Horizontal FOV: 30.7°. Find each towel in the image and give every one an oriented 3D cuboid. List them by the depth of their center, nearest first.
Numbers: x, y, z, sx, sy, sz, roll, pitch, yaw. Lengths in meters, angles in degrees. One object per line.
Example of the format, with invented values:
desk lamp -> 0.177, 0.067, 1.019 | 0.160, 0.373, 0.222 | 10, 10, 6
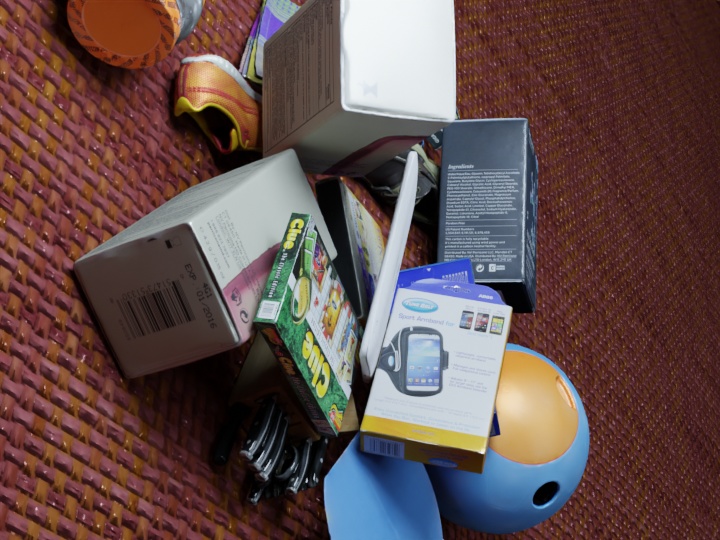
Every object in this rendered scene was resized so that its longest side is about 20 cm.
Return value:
towel -> -0.052, -0.222, 1.391 | 0.143, 0.023, 0.201 | 27, 36, -14

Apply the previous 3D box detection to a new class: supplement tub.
supplement tub -> -0.188, -0.280, 1.167 | 0.123, 0.122, 0.201 | 49, 36, -35

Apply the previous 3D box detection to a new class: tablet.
tablet -> 0.029, 0.000, 1.244 | 0.130, 0.013, 0.202 | 85, 19, -75

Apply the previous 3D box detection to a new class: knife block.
knife block -> -0.078, 0.108, 1.194 | 0.175, 0.063, 0.202 | 11, 65, -59

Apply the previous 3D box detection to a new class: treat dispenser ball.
treat dispenser ball -> 0.144, 0.178, 1.402 | 0.201, 0.199, 0.203 | 37, 43, -46

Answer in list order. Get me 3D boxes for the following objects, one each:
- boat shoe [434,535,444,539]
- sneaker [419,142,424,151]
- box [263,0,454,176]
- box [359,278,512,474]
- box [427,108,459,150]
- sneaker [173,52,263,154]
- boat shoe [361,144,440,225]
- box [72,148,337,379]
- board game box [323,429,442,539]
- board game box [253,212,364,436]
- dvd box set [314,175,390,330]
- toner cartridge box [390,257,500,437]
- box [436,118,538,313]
boat shoe -> 0.086, 0.346, 1.337 | 0.201, 0.070, 0.064 | 58, 30, -27
sneaker -> 0.014, -0.198, 1.530 | 0.200, 0.075, 0.079 | 47, 34, -41
box -> -0.006, -0.173, 1.186 | 0.108, 0.200, 0.130 | 4, 79, -24
box -> 0.077, 0.094, 1.263 | 0.042, 0.118, 0.201 | 90, 13, -47
box -> 0.050, -0.269, 1.621 | 0.200, 0.046, 0.160 | 47, 21, -38
sneaker -> -0.113, -0.141, 1.292 | 0.199, 0.072, 0.078 | 25, 68, -45
boat shoe -> 0.054, -0.104, 1.542 | 0.199, 0.073, 0.066 | 21, 51, -55
box -> -0.125, -0.009, 1.113 | 0.110, 0.127, 0.200 | 66, 29, -12
board game box -> 0.009, 0.236, 1.240 | 0.159, 0.039, 0.200 | 63, 30, -13
board game box -> -0.039, 0.051, 1.118 | 0.201, 0.023, 0.106 | 66, 37, -55
dvd box set -> 0.000, 0.000, 1.359 | 0.200, 0.029, 0.148 | 43, 35, -73
toner cartridge box -> 0.082, 0.082, 1.337 | 0.043, 0.094, 0.202 | 74, 9, -49
box -> 0.156, -0.063, 1.587 | 0.148, 0.106, 0.203 | 51, 40, -70
